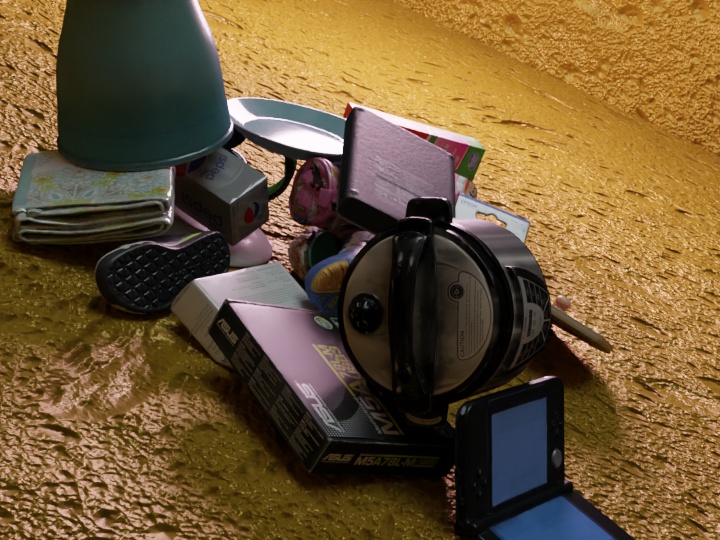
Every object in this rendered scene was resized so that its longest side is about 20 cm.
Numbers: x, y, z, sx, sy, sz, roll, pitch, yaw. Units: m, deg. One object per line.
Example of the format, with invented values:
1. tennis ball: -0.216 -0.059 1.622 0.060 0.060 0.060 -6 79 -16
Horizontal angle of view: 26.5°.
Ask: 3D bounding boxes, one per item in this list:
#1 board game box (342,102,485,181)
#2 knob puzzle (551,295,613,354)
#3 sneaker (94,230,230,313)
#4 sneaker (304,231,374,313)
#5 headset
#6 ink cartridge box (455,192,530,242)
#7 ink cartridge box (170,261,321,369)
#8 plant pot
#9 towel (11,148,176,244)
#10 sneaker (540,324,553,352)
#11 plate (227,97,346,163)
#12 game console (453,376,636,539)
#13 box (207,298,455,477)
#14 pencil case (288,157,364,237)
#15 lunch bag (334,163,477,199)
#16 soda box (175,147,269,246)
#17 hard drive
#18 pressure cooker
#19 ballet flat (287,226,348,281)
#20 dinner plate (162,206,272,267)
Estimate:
1. board game box: 0.049 -0.124 2.035 0.198 0.155 0.040 12 22 -25
2. knob puzzle: 0.234 0.043 1.854 0.218 0.031 0.220 33 -1 0
3. sneaker: -0.216 0.002 1.578 0.082 0.073 0.199 -1 7 33
4. sneaker: 0.000 0.000 1.668 0.088 0.076 0.199 34 27 35
5. headset: -0.180 -0.142 1.905 0.197 0.125 0.094 12 37 12
6. ink cartridge box: 0.125 0.016 1.747 0.094 0.202 0.037 21 -25 -3
7. ink cartridge box: -0.076 0.083 1.550 0.201 0.057 0.162 51 27 15
8. plant pot: -0.244 -0.234 1.667 0.197 0.190 0.201 -2 27 1
9. towel: -0.283 -0.086 1.639 0.169 0.049 0.201 -5 27 -4
10. sneaker: 0.131 0.043 1.831 0.198 0.078 0.085 26 11 -20
11. plate: -0.074 -0.162 1.812 0.197 0.026 0.201 14 20 -5
12. game console: 0.182 0.199 1.411 0.117 0.173 0.199 3 6 33
13. box: -0.022 0.112 1.447 0.192 0.048 0.200 13 29 -46
14. pencil case: 0.011 -0.064 1.773 0.199 0.082 0.088 20 57 -39
15. lunch bag: 0.046 -0.090 1.907 0.198 0.177 0.083 20 59 2
16. soda box: -0.195 -0.113 1.765 0.199 0.069 0.063 34 54 29
17. hard drive: 0.043 -0.098 1.714 0.138 0.033 0.201 26 33 -14
18. pressure cooker: 0.073 0.040 1.430 0.176 0.179 0.199 51 19 15
19. ballet flat: -0.049 -0.024 1.815 0.063 0.077 0.200 -5 11 22
20. dinner plate: -0.193 -0.062 1.801 0.198 0.024 0.201 21 19 -7
